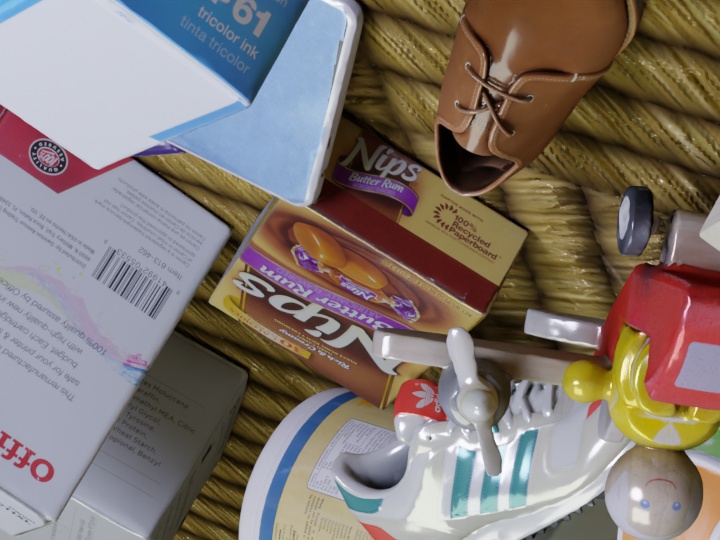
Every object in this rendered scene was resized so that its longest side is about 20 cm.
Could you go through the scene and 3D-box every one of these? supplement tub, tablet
[{"bbox_3d":[0.046,0.157,1.679,0.200,0.145,0.145,15,154,34],"label":"supplement tub"},{"bbox_3d":[-0.097,-0.117,1.386,0.200,0.014,0.130,27,135,12],"label":"tablet"}]

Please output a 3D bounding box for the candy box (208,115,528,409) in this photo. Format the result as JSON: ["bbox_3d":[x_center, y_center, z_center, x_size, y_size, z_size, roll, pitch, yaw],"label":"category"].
[{"bbox_3d":[0.000,0.000,1.519,0.116,0.057,0.200,32,160,-3],"label":"candy box"}]

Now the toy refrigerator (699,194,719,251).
[{"bbox_3d":[0.242,0.004,1.179,0.200,0.076,0.070,33,159,-7],"label":"toy refrigerator"}]

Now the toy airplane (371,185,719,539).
[{"bbox_3d":[0.132,0.056,1.344,0.199,0.142,0.199,-6,160,36],"label":"toy airplane"}]

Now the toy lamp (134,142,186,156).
[{"bbox_3d":[-0.160,-0.098,1.515,0.200,0.058,0.058,18,156,36],"label":"toy lamp"}]

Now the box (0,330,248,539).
[{"bbox_3d":[-0.195,0.098,1.890,0.200,0.131,0.199,29,159,3],"label":"box"}]

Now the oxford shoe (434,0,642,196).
[{"bbox_3d":[0.068,-0.086,1.220,0.071,0.071,0.200,29,157,9],"label":"oxford shoe"}]

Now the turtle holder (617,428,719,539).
[{"bbox_3d":[0.204,0.153,1.481,0.141,0.132,0.186,16,154,32],"label":"turtle holder"}]

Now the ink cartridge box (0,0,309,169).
[{"bbox_3d":[-0.054,-0.149,1.063,0.085,0.200,0.144,34,160,-19],"label":"ink cartridge box"}]

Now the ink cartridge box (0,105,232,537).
[{"bbox_3d":[-0.188,0.024,1.618,0.146,0.200,0.083,36,158,-12],"label":"ink cartridge box"}]

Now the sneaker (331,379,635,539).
[{"bbox_3d":[0.067,0.087,1.516,0.093,0.070,0.200,44,126,-15],"label":"sneaker"}]
